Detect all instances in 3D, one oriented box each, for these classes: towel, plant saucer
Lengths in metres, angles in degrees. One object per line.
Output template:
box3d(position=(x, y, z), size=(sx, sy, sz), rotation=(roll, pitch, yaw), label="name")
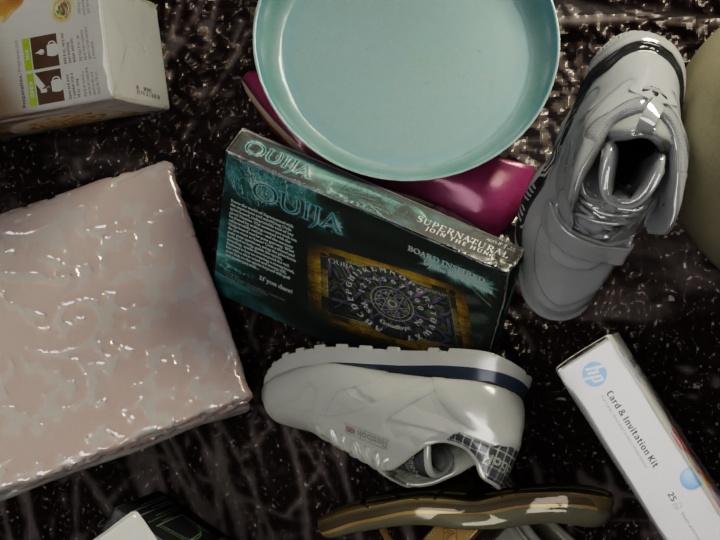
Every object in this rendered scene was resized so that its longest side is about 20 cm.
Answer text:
box3d(position=(-0.191, 0.038, 1.147), size=(0.198, 0.032, 0.192), rotation=(-19, 69, -10), label="towel")
box3d(position=(0.029, -0.146, 1.120), size=(0.198, 0.027, 0.202), rotation=(0, 71, -1), label="plant saucer")

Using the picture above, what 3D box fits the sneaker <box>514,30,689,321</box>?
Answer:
box3d(position=(0.144, -0.039, 1.053), size=(0.075, 0.115, 0.201), rotation=(18, 118, -3), label="sneaker")

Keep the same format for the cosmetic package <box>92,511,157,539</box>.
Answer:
box3d(position=(-0.165, 0.287, 1.007), size=(0.199, 0.123, 0.200), rotation=(-32, 83, -28), label="cosmetic package")

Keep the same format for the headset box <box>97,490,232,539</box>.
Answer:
box3d(position=(-0.111, 0.278, 1.150), size=(0.199, 0.093, 0.175), rotation=(33, 98, 10), label="headset box")

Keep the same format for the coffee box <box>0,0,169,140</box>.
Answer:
box3d(position=(-0.244, -0.134, 1.170), size=(0.198, 0.114, 0.080), rotation=(-8, 89, 12), label="coffee box")

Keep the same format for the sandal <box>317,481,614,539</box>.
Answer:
box3d(position=(0.062, 0.163, 1.079), size=(0.198, 0.080, 0.055), rotation=(-5, 90, 23), label="sandal")

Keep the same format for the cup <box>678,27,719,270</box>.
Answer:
box3d(position=(0.278, -0.078, 1.035), size=(0.198, 0.143, 0.202), rotation=(0, 91, 13), label="cup")

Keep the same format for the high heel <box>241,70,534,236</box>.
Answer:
box3d(position=(0.017, -0.087, 1.142), size=(0.200, 0.067, 0.096), rotation=(42, 88, 4), label="high heel")

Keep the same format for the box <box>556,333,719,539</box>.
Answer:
box3d(position=(0.192, 0.132, 1.048), size=(0.041, 0.156, 0.201), rotation=(-34, 82, 8), label="box")

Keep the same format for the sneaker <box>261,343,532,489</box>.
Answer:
box3d(position=(0.014, 0.095, 1.101), size=(0.199, 0.076, 0.081), rotation=(-3, 69, 37), label="sneaker")

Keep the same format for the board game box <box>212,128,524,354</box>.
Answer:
box3d(position=(0.000, 0.000, 1.116), size=(0.199, 0.028, 0.136), rotation=(24, 138, 11), label="board game box")

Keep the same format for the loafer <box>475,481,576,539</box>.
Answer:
box3d(position=(0.153, 0.209, 1.101), size=(0.199, 0.070, 0.070), rotation=(31, 105, 12), label="loafer")
